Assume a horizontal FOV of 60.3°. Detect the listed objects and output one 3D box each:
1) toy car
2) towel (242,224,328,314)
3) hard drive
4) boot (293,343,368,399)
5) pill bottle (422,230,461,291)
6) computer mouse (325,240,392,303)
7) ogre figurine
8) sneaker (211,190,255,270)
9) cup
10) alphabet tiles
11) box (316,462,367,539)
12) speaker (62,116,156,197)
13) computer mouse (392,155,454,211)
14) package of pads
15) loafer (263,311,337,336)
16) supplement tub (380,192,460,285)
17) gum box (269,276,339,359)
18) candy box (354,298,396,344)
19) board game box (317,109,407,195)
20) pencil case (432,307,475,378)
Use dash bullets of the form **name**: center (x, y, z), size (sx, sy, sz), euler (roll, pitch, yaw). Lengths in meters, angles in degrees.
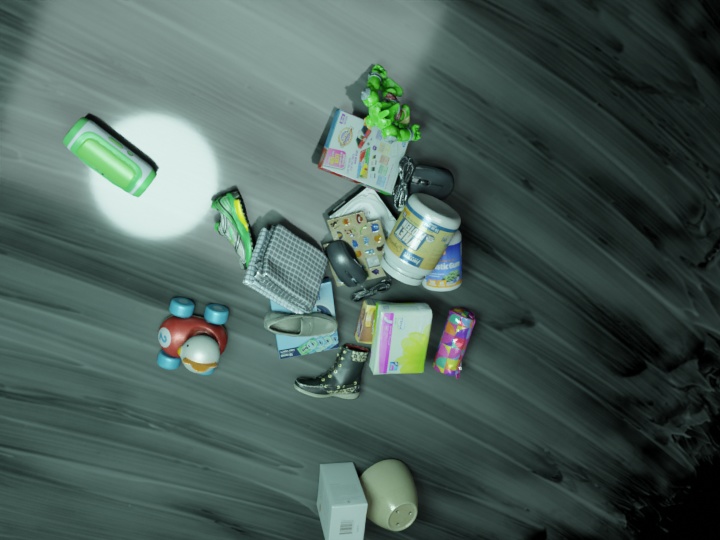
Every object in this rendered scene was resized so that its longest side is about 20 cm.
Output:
- **toy car**: center (-0.421, 0.195, 1.560), size (0.176, 0.200, 0.185), euler (13, 105, -18)
- **towel**: center (-0.179, -0.004, 1.560), size (0.200, 0.085, 0.166), euler (36, 58, -35)
- **hard drive**: center (0.025, -0.114, 1.655), size (0.140, 0.038, 0.200), euler (-37, 115, 1)
- **boot**: center (-0.079, 0.279, 1.749), size (0.203, 0.073, 0.154), euler (11, 104, -24)
- **pill bottle**: center (0.219, -0.054, 1.686), size (0.111, 0.112, 0.201), euler (-9, 111, -11)
- **computer mouse**: center (0.000, 0.000, 1.645), size (0.140, 0.046, 0.201), euler (-20, 118, 15)
- **ogre figurine**: center (0.066, -0.394, 1.513), size (0.120, 0.098, 0.201), euler (-43, 127, -43)
- **sneaker**: center (-0.316, -0.096, 1.560), size (0.085, 0.078, 0.201), euler (-15, 103, -2)
- **cup**: center (0.096, 0.702, 1.888), size (0.199, 0.143, 0.201), euler (-9, 113, -22)
- **alphabet tiles**: center (-0.012, -0.058, 1.643), size (0.166, 0.008, 0.201), euler (-12, 119, 10)
- **box**: center (-0.058, 0.688, 1.828), size (0.106, 0.200, 0.153), euler (1, 109, -14)
- **speaker**: center (-0.572, -0.257, 1.424), size (0.200, 0.088, 0.089), euler (39, 96, -23)
- **computer mouse**: center (0.178, -0.221, 1.612), size (0.199, 0.053, 0.139), euler (-4, 111, -37)
- **package of pads**: center (0.113, 0.187, 1.708), size (0.154, 0.068, 0.201), euler (0, 111, -14)
- **loafer**: center (-0.154, 0.147, 1.634), size (0.199, 0.070, 0.070), euler (3, 108, -15)
- **supplement tub**: center (0.148, -0.078, 1.566), size (0.144, 0.145, 0.201), euler (19, 114, -20)
- **gum box**: center (-0.154, 0.130, 1.691), size (0.169, 0.045, 0.201), euler (-10, 112, -11)
- **candy box**: center (0.092, 0.153, 1.757), size (0.199, 0.056, 0.117), euler (9, 107, -16)
- **board game box**: center (0.009, -0.296, 1.566), size (0.199, 0.040, 0.154), euler (19, 89, -20)
- **pencil case**: center (0.276, 0.209, 1.810), size (0.088, 0.088, 0.201), euler (7, 108, -17)
